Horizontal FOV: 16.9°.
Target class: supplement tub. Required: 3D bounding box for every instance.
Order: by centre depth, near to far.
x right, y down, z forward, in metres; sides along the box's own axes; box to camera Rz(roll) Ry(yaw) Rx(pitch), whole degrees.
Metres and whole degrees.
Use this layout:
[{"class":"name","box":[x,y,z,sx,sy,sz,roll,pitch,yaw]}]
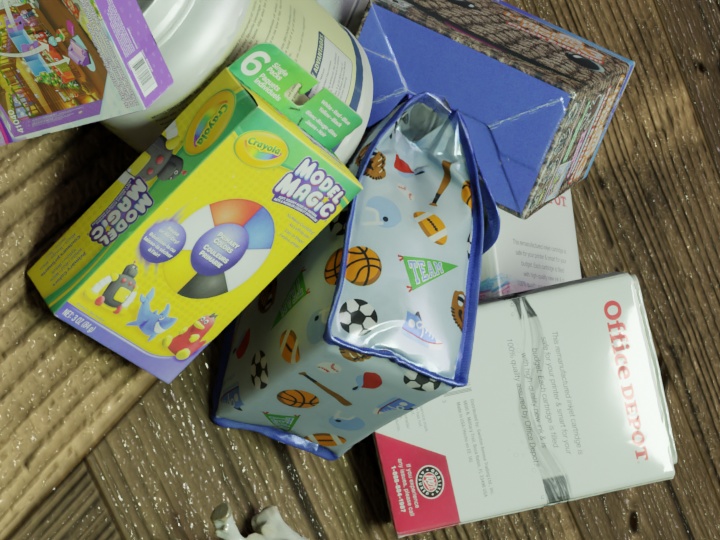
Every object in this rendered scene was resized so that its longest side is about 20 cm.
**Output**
[{"class":"supplement tub","box":[-0.100,-0.135,1.494,0.200,0.145,0.145,39,49,-47]}]

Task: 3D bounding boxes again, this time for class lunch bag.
[{"class":"lunch bag","box":[0.000,0.000,1.563,0.124,0.170,0.200,21,58,-25]}]

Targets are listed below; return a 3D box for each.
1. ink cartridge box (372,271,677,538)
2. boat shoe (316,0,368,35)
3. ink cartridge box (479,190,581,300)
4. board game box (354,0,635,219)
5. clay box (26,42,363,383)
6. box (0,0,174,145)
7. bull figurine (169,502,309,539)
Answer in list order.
[{"class":"ink cartridge box","box":[0.105,0.091,1.687,0.083,0.200,0.145,-159,-124,-89]},{"class":"boat shoe","box":[-0.033,-0.205,1.696,0.072,0.070,0.201,52,43,-45]},{"class":"ink cartridge box","box":[0.103,0.023,1.824,0.145,0.087,0.200,8,75,-58]},{"class":"board game box","box":[0.087,-0.127,1.723,0.097,0.159,0.200,-67,169,17]},{"class":"clay box","box":[-0.088,-0.034,1.446,0.115,0.200,0.048,36,13,-48]},{"class":"box","box":[-0.204,-0.170,1.346,0.039,0.137,0.200,-50,123,-51]},{"class":"bull figurine","box":[-0.075,0.218,1.497,0.121,0.065,0.200,43,43,-38]}]
